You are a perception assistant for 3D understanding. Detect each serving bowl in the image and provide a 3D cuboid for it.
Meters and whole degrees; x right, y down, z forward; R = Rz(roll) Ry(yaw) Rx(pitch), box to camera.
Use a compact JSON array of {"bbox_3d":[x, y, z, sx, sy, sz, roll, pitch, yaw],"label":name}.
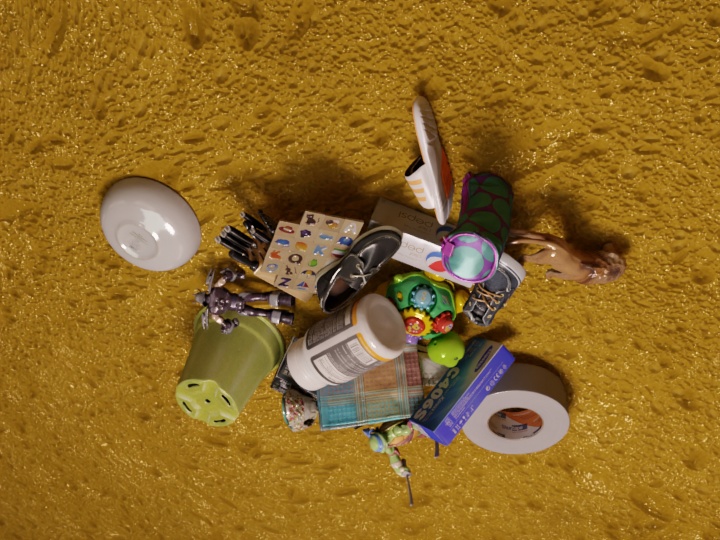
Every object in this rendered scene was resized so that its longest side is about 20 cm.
[{"bbox_3d":[-0.401,-0.072,1.628,0.198,0.066,0.201,11,132,12],"label":"serving bowl"}]

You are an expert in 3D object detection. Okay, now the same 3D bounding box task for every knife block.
[{"bbox_3d":[-0.165,-0.018,1.524,0.174,0.064,0.201,-15,137,-23],"label":"knife block"}]

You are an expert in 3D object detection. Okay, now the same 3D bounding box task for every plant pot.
[{"bbox_3d":[-0.272,0.197,1.730,0.198,0.185,0.202,10,132,12],"label":"plant pot"}]

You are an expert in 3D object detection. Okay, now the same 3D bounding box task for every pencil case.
[{"bbox_3d":[0.179,-0.070,1.326,0.092,0.200,0.085,32,126,-5],"label":"pencil case"}]

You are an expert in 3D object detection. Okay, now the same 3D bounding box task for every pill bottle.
[{"bbox_3d":[-0.027,0.129,1.506,0.199,0.117,0.116,-30,115,35],"label":"pill bottle"}]

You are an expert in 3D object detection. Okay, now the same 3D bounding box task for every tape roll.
[{"bbox_3d":[0.288,0.261,1.637,0.198,0.067,0.201,3,136,3],"label":"tape roll"}]

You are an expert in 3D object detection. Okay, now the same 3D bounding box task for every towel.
[{"bbox_3d":[0.015,0.207,1.602,0.198,0.148,0.022,-8,168,-2],"label":"towel"}]

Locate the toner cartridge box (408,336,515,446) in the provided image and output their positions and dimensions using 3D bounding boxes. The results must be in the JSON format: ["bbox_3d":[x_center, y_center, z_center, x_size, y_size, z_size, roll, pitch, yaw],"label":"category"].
[{"bbox_3d":[0.180,0.212,1.557,0.043,0.200,0.095,47,164,-22],"label":"toner cartridge box"}]

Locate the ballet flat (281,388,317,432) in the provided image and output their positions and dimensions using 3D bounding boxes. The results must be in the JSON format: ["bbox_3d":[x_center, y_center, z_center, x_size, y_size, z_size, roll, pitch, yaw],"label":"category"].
[{"bbox_3d":[-0.113,0.261,1.649,0.063,0.076,0.200,-6,166,-3],"label":"ballet flat"}]

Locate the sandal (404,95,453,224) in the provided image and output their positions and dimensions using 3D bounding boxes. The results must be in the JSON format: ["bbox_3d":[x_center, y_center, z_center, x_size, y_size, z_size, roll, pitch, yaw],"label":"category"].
[{"bbox_3d":[0.097,-0.171,1.362,0.059,0.079,0.208,-4,119,24],"label":"sandal"}]

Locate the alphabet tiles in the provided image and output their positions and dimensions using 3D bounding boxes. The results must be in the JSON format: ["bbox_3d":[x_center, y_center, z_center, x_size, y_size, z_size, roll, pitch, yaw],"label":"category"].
[{"bbox_3d":[-0.072,-0.026,1.460,0.165,0.006,0.201,10,139,-17],"label":"alphabet tiles"}]

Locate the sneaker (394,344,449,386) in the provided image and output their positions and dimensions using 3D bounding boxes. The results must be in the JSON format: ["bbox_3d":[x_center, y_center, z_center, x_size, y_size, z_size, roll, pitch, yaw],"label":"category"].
[{"bbox_3d":[0.116,0.189,1.654,0.198,0.081,0.077,14,131,6],"label":"sneaker"}]

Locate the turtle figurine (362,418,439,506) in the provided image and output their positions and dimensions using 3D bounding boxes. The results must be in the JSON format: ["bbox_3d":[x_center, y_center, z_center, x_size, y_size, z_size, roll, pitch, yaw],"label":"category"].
[{"bbox_3d":[0.121,0.334,1.681,0.199,0.193,0.145,20,122,39],"label":"turtle figurine"}]

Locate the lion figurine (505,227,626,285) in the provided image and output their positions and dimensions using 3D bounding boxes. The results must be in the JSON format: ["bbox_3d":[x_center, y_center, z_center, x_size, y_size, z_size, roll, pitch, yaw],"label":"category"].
[{"bbox_3d":[0.319,-0.020,1.366,0.199,0.073,0.122,9,178,-41],"label":"lion figurine"}]

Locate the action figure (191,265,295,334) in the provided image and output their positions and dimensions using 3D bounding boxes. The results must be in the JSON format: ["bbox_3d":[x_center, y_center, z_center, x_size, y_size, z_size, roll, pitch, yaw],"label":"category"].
[{"bbox_3d":[-0.223,0.062,1.657,0.198,0.069,0.131,8,108,-1],"label":"action figure"}]

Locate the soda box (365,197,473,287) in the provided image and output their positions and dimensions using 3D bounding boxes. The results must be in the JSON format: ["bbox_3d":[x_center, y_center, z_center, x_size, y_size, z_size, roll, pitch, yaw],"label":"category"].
[{"bbox_3d":[0.109,-0.046,1.462,0.198,0.068,0.064,21,133,3],"label":"soda box"}]

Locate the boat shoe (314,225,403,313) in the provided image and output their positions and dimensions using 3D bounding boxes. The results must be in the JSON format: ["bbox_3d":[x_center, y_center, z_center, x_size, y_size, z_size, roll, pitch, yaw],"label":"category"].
[{"bbox_3d":[0.000,0.000,1.442,0.071,0.068,0.200,28,129,-30],"label":"boat shoe"}]

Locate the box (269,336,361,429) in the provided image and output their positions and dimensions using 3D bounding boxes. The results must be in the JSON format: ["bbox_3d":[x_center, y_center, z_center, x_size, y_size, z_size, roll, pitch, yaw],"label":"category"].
[{"bbox_3d":[-0.066,0.221,1.697,0.199,0.087,0.164,26,163,-2],"label":"box"}]

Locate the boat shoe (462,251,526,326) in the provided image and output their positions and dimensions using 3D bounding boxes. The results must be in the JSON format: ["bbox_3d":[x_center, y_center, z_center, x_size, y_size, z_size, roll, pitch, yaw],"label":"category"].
[{"bbox_3d":[0.213,0.034,1.415,0.071,0.091,0.200,33,170,15],"label":"boat shoe"}]

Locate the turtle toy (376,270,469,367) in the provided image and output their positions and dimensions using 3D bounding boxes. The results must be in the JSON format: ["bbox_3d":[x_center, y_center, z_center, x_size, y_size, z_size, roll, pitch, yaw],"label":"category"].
[{"bbox_3d":[0.118,0.083,1.547,0.145,0.101,0.200,-25,117,34],"label":"turtle toy"}]
